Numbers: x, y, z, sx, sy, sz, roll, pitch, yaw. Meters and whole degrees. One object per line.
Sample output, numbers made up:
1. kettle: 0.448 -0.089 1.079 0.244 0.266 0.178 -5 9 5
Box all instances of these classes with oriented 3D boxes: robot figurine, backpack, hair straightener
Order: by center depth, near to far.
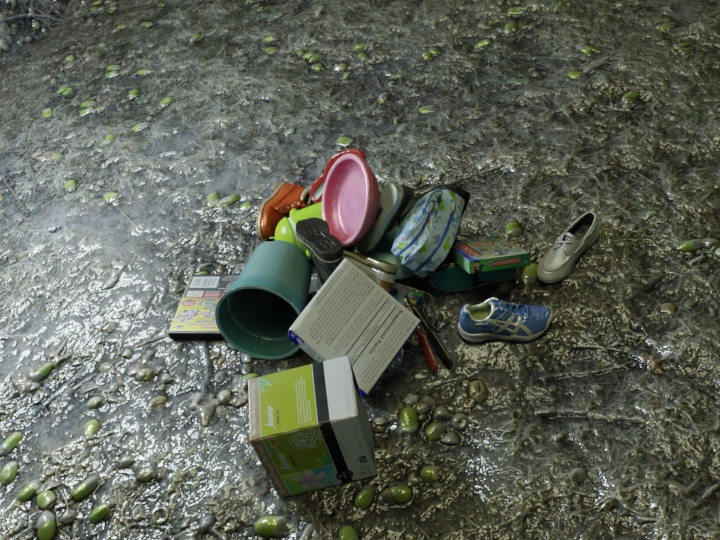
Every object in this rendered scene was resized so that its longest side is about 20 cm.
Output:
1. hair straightener: 0.145 0.118 1.552 0.075 0.041 0.202 -13 52 -17
2. backpack: 0.146 -0.082 1.624 0.162 0.152 0.204 -33 40 46
3. robot figurine: -0.116 -0.091 1.790 0.196 0.117 0.177 -23 46 -7

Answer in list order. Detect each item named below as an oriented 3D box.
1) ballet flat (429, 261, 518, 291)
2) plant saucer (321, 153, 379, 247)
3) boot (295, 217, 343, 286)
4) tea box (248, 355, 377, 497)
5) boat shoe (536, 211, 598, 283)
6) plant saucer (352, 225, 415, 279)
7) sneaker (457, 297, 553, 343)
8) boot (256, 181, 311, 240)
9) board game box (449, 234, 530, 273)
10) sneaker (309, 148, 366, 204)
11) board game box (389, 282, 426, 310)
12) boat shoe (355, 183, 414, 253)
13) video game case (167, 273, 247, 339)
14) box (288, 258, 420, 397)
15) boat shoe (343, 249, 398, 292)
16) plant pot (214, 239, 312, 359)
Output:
1. ballet flat: 0.246 0.001 1.647 0.195 0.070 0.070 -9 44 1
2. plant saucer: -0.018 -0.154 1.665 0.050 0.204 0.202 4 34 -32
3. boot: -0.088 -0.022 1.669 0.076 0.141 0.201 -16 32 -12
4. tea box: -0.085 0.285 1.357 0.192 0.202 0.135 -13 44 3
5. boat shoe: 0.453 -0.054 1.630 0.198 0.069 0.072 -36 48 -20
6. plant saucer: 0.076 -0.055 1.731 0.195 0.039 0.203 -3 36 2
7. sneaker: 0.294 0.098 1.521 0.195 0.078 0.077 -9 43 5
8. boot: -0.193 -0.149 1.903 0.105 0.076 0.202 11 49 18
9. board game box: 0.265 -0.037 1.611 0.131 0.030 0.200 -7 15 -9
10. sneaker: -0.037 -0.246 1.887 0.198 0.080 0.115 -32 -3 38
11. board game box: 0.028 0.078 1.645 0.196 0.035 0.136 16 53 29
12. boat shoe: 0.054 -0.109 1.654 0.062 0.201 0.072 1 53 -35
13. video game case: -0.329 0.082 1.747 0.195 0.026 0.183 -1 46 13
14. box: -0.014 0.117 1.488 0.199 0.105 0.185 39 74 3
15. boat shoe: 0.000 0.000 1.644 0.074 0.070 0.198 9 7 -38
16. plant pot: -0.193 0.051 1.633 0.195 0.204 0.198 -1 38 14
